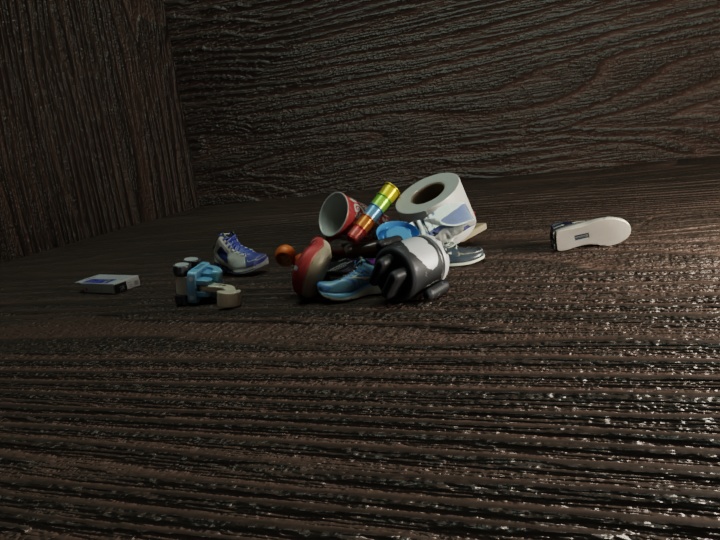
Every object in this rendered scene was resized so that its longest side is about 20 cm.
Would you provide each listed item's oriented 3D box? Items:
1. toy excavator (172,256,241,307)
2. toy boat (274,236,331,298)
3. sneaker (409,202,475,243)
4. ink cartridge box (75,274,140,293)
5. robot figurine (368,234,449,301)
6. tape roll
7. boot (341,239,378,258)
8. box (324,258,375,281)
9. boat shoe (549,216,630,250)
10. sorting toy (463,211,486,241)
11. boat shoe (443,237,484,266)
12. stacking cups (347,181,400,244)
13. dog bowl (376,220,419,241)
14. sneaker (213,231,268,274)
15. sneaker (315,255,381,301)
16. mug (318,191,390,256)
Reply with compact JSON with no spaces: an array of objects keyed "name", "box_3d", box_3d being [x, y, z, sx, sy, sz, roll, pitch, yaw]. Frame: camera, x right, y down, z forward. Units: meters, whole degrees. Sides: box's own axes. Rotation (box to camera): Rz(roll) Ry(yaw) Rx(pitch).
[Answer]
[{"name":"toy excavator","box_3d":[-0.374,0.037,1.659,0.195,0.102,0.195,3,15,7]},{"name":"toy boat","box_3d":[-0.143,-0.020,1.583,0.128,0.133,0.200,20,8,-8]},{"name":"sneaker","box_3d":[0.208,-0.097,1.756,0.196,0.116,0.082,-22,55,8]},{"name":"ink cartridge box","box_3d":[-0.768,0.039,2.010,0.196,0.038,0.094,3,17,33]},{"name":"robot figurine","box_3d":[0.109,-0.008,1.444,0.198,0.154,0.123,-20,4,-43]},{"name":"tape roll","box_3d":[0.215,-0.165,1.895,0.199,0.141,0.204,-23,29,13]},{"name":"boot","box_3d":[0.036,-0.062,1.880,0.195,0.066,0.186,-3,0,7]},{"name":"box","box_3d":[0.000,0.000,1.695,0.196,0.037,0.142,-1,14,32]},{"name":"boat shoe","box_3d":[0.579,-0.105,1.695,0.195,0.076,0.093,-7,20,9]},{"name":"sorting toy","box_3d":[0.269,-0.143,2.087,0.195,0.071,0.199,0,14,33]},{"name":"boat shoe","box_3d":[0.218,-0.045,1.695,0.195,0.063,0.075,-6,11,9]},{"name":"stacking cups","box_3d":[0.037,-0.161,1.900,0.060,0.061,0.201,9,57,53]},{"name":"dog bowl","box_3d":[0.102,-0.045,1.625,0.109,0.050,0.202,-5,38,-11]},{"name":"sneaker","box_3d":[-0.373,-0.056,1.956,0.196,0.118,0.080,0,17,35]},{"name":"sneaker","box_3d":[-0.008,0.012,1.514,0.195,0.092,0.078,-12,13,-8]},{"name":"mug","box_3d":[-0.024,-0.133,2.003,0.197,0.136,0.177,15,-39,-41]}]
